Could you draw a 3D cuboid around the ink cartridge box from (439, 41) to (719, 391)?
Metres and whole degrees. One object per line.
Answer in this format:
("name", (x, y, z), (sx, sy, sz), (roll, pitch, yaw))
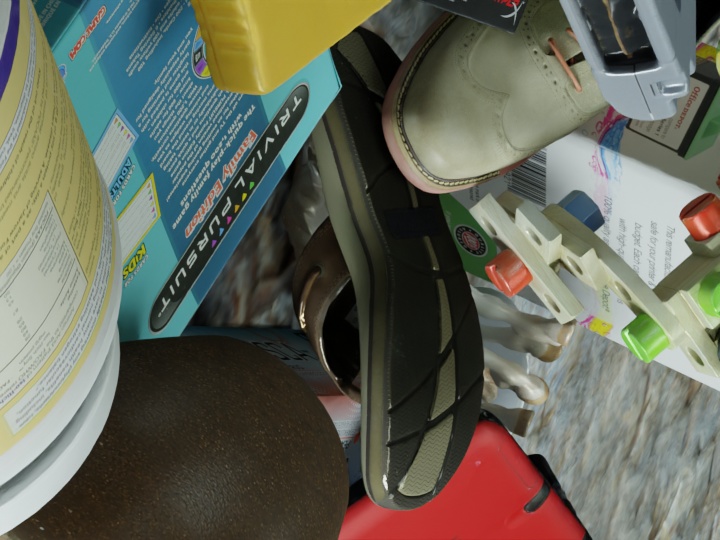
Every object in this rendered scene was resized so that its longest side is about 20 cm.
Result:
("ink cartridge box", (0.130, -0.038, 1.292), (0.084, 0.200, 0.145), (-53, 157, -28))

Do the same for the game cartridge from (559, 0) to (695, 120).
("game cartridge", (0.085, -0.157, 0.987), (0.200, 0.041, 0.133), (56, 29, -58))

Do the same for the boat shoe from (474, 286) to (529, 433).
("boat shoe", (0.033, 0.098, 1.417), (0.070, 0.071, 0.200), (-95, -160, -75))

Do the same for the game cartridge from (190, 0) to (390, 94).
("game cartridge", (-0.012, -0.185, 0.908), (0.176, 0.032, 0.200), (-40, 128, -38))

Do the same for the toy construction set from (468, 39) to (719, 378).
("toy construction set", (0.149, -0.034, 1.140), (0.200, 0.131, 0.092), (-35, -162, 2))

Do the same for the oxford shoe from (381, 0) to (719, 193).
("oxford shoe", (0.088, -0.097, 1.168), (0.200, 0.074, 0.071), (-38, 102, -37))

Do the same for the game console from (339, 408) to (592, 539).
("game console", (-0.010, 0.131, 1.254), (0.200, 0.119, 0.172), (-37, 134, 3))

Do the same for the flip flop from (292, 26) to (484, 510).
("flip flop", (0.000, 0.000, 1.139), (0.081, 0.058, 0.200), (0, 75, -59))

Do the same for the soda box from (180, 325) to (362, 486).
("soda box", (-0.047, 0.064, 1.161), (0.064, 0.068, 0.200), (-65, 159, 7))

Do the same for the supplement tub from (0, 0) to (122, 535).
("supplement tub", (-0.142, -0.019, 0.730), (0.145, 0.145, 0.200), (-57, 157, -22))

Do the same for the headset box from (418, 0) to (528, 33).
("headset box", (0.043, -0.203, 1.073), (0.149, 0.077, 0.200), (3, 110, -68))

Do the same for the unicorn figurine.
("unicorn figurine", (0.025, 0.014, 1.232), (0.200, 0.137, 0.074), (109, 6, -58))

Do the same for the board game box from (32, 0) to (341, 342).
("board game box", (-0.077, -0.068, 0.973), (0.151, 0.047, 0.200), (-58, 158, -21))

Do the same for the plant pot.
("plant pot", (-0.091, 0.102, 0.924), (0.200, 0.187, 0.187), (-36, 145, -51))
